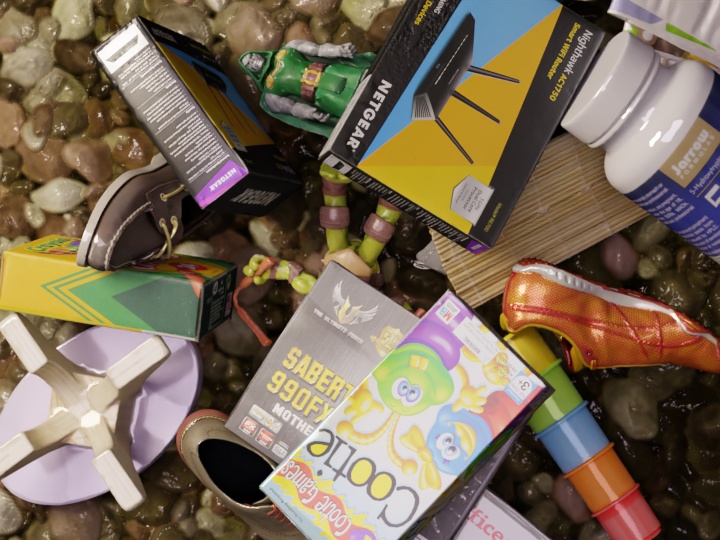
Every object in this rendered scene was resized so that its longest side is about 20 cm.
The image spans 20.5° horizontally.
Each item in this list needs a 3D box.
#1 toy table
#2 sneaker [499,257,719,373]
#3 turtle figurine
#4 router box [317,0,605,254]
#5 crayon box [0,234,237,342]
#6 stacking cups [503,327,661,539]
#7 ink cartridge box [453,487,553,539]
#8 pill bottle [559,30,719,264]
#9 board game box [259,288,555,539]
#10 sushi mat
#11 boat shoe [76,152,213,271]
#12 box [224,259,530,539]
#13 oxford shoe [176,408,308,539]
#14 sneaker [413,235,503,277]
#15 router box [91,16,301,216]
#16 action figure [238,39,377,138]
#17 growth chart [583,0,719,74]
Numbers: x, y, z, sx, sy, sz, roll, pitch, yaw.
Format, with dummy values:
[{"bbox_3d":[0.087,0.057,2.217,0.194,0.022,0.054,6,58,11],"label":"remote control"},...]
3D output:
[{"bbox_3d":[-0.226,0.117,1.633,0.184,0.117,0.200,43,92,7],"label":"toy table"},{"bbox_3d":[0.204,0.051,1.589,0.199,0.073,0.078,18,93,-8],"label":"sneaker"},{"bbox_3d":[0.000,0.000,1.630,0.199,0.064,0.162,20,109,19],"label":"turtle figurine"},{"bbox_3d":[0.079,-0.136,1.544,0.149,0.051,0.201,30,78,-8],"label":"router box"},{"bbox_3d":[-0.212,0.010,1.627,0.199,0.127,0.051,8,99,7],"label":"crayon box"},{"bbox_3d":[0.175,0.134,1.605,0.060,0.061,0.200,-37,84,5],"label":"stacking cups"},{"bbox_3d":[0.071,0.275,1.600,0.145,0.083,0.200,38,92,9],"label":"ink cartridge box"},{"bbox_3d":[0.260,-0.093,1.549,0.199,0.120,0.120,34,92,-9],"label":"pill bottle"},{"bbox_3d":[0.038,0.124,1.475,0.103,0.105,0.200,44,93,11],"label":"board game box"},{"bbox_3d":[0.148,-0.051,1.593,0.199,0.012,0.096,-27,109,-13],"label":"sushi mat"},{"bbox_3d":[-0.167,-0.042,1.595,0.059,0.200,0.072,26,112,6],"label":"boat shoe"},{"bbox_3d":[0.018,0.112,1.558,0.200,0.048,0.159,34,92,12],"label":"box"},{"bbox_3d":[-0.066,0.192,1.611,0.200,0.075,0.071,35,92,-12],"label":"oxford shoe"},{"bbox_3d":[0.085,-0.088,1.619,0.081,0.075,0.201,6,88,7],"label":"sneaker"},{"bbox_3d":[-0.125,-0.118,1.580,0.051,0.200,0.150,-36,84,8],"label":"router box"},{"bbox_3d":[-0.016,-0.148,1.630,0.199,0.055,0.119,17,78,28],"label":"action figure"},{"bbox_3d":[0.267,-0.219,1.591,0.199,0.018,0.145,31,88,-19],"label":"growth chart"}]
